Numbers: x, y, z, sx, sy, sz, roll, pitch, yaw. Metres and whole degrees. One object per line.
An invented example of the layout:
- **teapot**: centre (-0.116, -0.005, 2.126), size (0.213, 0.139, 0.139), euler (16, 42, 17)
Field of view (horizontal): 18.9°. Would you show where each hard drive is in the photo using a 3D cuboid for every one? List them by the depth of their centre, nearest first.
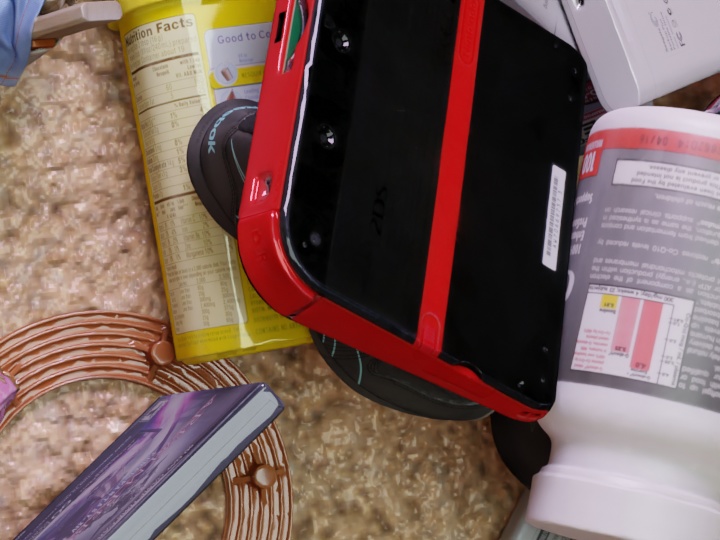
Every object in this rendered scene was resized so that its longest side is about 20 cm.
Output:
- **hard drive**: centre (0.160, -0.164, 1.142), size (0.200, 0.027, 0.132), euler (-24, 94, -53)

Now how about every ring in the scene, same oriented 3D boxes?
- **ring**: centre (-0.128, 0.119, 1.087), size (0.200, 0.019, 0.201), euler (2, 85, -19)

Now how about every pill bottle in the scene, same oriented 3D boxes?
- **pill bottle**: centre (0.145, 0.032, 1.033), size (0.115, 0.116, 0.201), euler (16, 81, -17)

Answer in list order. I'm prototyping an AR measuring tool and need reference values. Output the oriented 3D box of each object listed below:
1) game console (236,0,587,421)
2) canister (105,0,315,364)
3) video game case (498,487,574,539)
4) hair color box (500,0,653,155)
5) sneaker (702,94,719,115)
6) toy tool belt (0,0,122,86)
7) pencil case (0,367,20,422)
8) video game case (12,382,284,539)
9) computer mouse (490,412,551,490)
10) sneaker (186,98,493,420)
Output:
- **game console**: centre (0.029, -0.049, 0.983), size (0.177, 0.031, 0.201), euler (28, 58, -34)
- **canister**: centre (-0.041, -0.062, 1.090), size (0.148, 0.087, 0.201), euler (-9, 88, -21)
- **video game case**: centre (0.128, 0.232, 1.164), size (0.181, 0.023, 0.200), euler (32, 76, -14)
- **hair color box**: centre (0.072, -0.154, 1.098), size (0.200, 0.060, 0.099), euler (37, 48, -35)
- **sneaker**: centre (0.198, -0.068, 1.142), size (0.200, 0.075, 0.081), euler (-41, 59, -19)
- **toy tool belt**: centre (-0.220, -0.133, 0.994), size (0.199, 0.123, 0.125), euler (1, 103, -30)
- **pencil case**: centre (-0.250, 0.012, 1.014), size (0.200, 0.083, 0.087), euler (52, 40, -4)
- **video game case**: centre (-0.113, 0.107, 0.977), size (0.143, 0.200, 0.019), euler (-44, 98, -16)
- **computer mouse**: centre (0.146, 0.099, 1.104), size (0.200, 0.053, 0.139), euler (33, 99, 23)
- **sneaker**: centre (0.000, 0.000, 1.015), size (0.200, 0.079, 0.075), euler (43, 73, -14)
